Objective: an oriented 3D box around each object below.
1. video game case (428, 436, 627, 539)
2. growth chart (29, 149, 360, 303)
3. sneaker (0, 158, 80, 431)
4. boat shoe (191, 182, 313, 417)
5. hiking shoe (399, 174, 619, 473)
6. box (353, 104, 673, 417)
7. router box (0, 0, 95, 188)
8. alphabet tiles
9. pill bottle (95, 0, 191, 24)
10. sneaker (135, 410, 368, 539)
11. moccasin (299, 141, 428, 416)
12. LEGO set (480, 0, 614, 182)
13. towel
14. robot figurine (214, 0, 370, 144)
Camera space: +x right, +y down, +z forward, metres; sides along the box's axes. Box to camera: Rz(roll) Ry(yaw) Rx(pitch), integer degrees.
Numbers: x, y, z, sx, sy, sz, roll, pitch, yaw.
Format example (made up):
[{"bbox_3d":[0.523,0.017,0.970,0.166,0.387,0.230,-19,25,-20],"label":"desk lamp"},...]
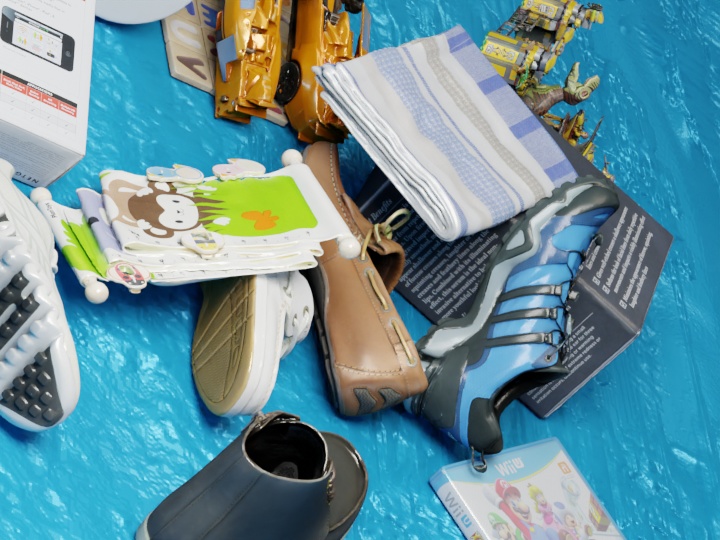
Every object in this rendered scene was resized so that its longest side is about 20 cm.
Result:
[{"bbox_3d":[0.141,0.202,1.692,0.143,0.018,0.200,-9,59,-54],"label":"video game case"},{"bbox_3d":[-0.101,-0.031,1.590,0.200,0.018,0.145,-9,35,-28],"label":"growth chart"},{"bbox_3d":[-0.197,0.003,1.474,0.081,0.075,0.200,15,41,-54],"label":"sneaker"},{"bbox_3d":[-0.059,0.023,1.611,0.069,0.071,0.200,30,32,-24],"label":"boat shoe"},{"bbox_3d":[0.113,0.031,1.698,0.087,0.200,0.074,39,0,18],"label":"hiking shoe"},{"bbox_3d":[0.104,-0.024,1.830,0.200,0.107,0.148,42,31,-7],"label":"box"},{"bbox_3d":[-0.255,-0.166,1.582,0.200,0.049,0.180,24,50,-32],"label":"router box"},{"bbox_3d":[-0.107,-0.190,1.874,0.167,0.008,0.200,23,36,-33],"label":"alphabet tiles"},{"bbox_3d":[-0.164,-0.271,1.796,0.113,0.113,0.200,22,37,-34],"label":"pill bottle"},{"bbox_3d":[-0.033,0.120,1.490,0.075,0.106,0.200,51,31,10],"label":"sneaker"},{"bbox_3d":[0.000,-0.001,1.688,0.078,0.074,0.202,-12,49,-4],"label":"moccasin"},{"bbox_3d":[0.149,-0.121,1.955,0.116,0.154,0.200,19,17,10],"label":"LEGO set"},{"bbox_3d":[0.062,-0.095,1.738,0.147,0.024,0.200,52,31,10],"label":"towel"},{"bbox_3d":[-0.045,-0.193,1.824,0.145,0.058,0.201,15,73,-38],"label":"robot figurine"}]
